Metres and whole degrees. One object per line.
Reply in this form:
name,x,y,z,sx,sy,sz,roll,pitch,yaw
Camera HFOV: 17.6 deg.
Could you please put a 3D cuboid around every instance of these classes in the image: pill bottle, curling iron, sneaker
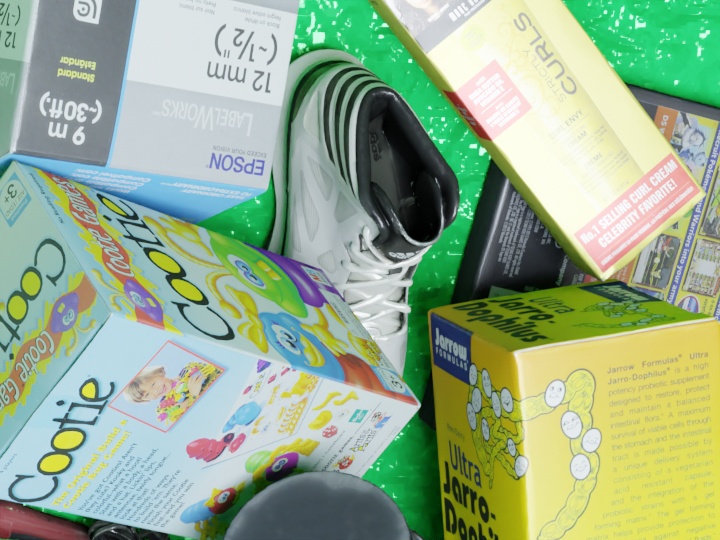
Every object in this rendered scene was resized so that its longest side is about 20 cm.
pill bottle,-0.005,0.180,1.066,0.111,0.112,0.200,-29,143,-12
curling iron,-0.180,0.112,1.146,0.199,0.026,0.050,18,134,-21
sneaker,0.000,0.000,1.137,0.075,0.115,0.202,-10,108,-18

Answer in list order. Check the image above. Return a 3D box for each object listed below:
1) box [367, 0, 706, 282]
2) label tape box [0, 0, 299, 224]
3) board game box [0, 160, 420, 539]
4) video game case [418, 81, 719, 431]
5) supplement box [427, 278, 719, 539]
box,0.082,-0.094,1.157,0.075,0.050,0.200,-38,104,-2
label tape box,-0.106,-0.081,1.039,0.143,0.066,0.201,7,93,-41
board game box,-0.089,0.044,1.033,0.200,0.103,0.105,20,116,-48
video game case,0.140,0.004,1.242,0.180,0.025,0.201,12,99,-23
supplement box,0.107,0.117,1.130,0.109,0.109,0.201,-8,102,-19
